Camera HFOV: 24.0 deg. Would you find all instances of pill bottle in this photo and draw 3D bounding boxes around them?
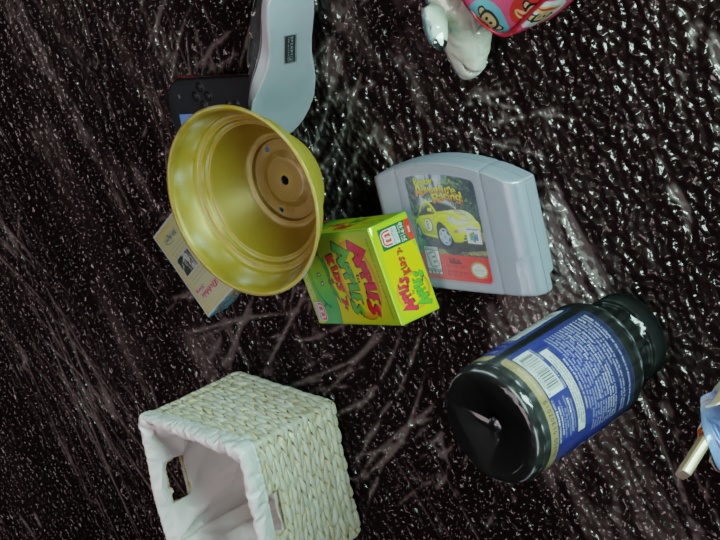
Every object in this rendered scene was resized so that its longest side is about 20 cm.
[{"bbox_3d":[0.178,0.096,1.492,0.111,0.199,0.113,27,131,37],"label":"pill bottle"}]

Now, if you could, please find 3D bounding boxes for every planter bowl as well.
[{"bbox_3d":[-0.098,-0.082,1.734,0.199,0.083,0.202,16,118,32],"label":"planter bowl"}]

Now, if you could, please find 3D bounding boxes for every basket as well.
[{"bbox_3d":[-0.126,0.242,1.968,0.199,0.160,0.200,12,120,46],"label":"basket"}]

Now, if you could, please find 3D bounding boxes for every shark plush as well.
[{"bbox_3d":[0.063,-0.269,1.523,0.201,0.090,0.083,57,173,0],"label":"shark plush"}]

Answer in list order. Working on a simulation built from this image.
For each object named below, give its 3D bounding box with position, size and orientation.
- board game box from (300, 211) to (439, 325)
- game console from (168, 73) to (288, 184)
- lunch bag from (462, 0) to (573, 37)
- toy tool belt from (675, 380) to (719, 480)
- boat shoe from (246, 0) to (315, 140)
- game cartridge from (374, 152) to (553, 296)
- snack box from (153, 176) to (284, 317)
[{"bbox_3d":[0.000,0.000,1.729,0.200,0.047,0.103,-2,109,65],"label":"board game box"},{"bbox_3d":[-0.133,-0.119,1.866,0.176,0.031,0.202,7,117,48],"label":"game console"},{"bbox_3d":[0.127,-0.315,1.403,0.201,0.082,0.176,59,142,6],"label":"lunch bag"},{"bbox_3d":[0.345,0.111,1.369,0.125,0.122,0.200,56,142,7],"label":"toy tool belt"},{"bbox_3d":[-0.088,-0.227,1.725,0.201,0.069,0.067,94,157,-44],"label":"boat shoe"},{"bbox_3d":[0.095,-0.047,1.640,0.199,0.041,0.135,5,111,48],"label":"game cartridge"},{"bbox_3d":[-0.151,-0.044,1.882,0.117,0.037,0.200,55,139,8],"label":"snack box"}]
